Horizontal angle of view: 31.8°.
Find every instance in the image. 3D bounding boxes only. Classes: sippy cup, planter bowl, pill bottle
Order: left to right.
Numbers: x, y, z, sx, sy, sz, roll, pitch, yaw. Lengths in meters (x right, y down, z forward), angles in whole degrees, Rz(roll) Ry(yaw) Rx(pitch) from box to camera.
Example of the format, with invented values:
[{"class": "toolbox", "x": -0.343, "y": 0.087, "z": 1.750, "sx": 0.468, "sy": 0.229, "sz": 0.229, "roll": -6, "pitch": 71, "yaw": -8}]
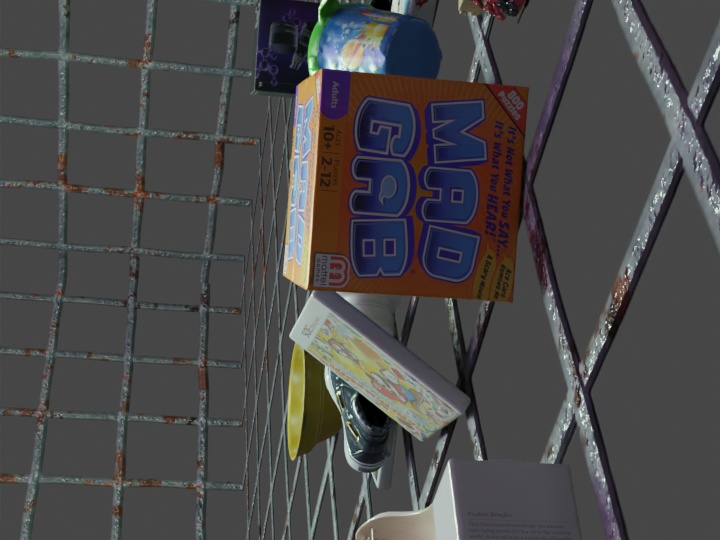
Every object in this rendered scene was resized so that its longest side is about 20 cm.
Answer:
[{"class": "planter bowl", "x": -0.067, "y": 0.211, "z": 2.077, "sx": 0.200, "sy": 0.082, "sz": 0.204, "roll": -177, "pitch": 90, "yaw": -80}, {"class": "pill bottle", "x": 0.000, "y": 0.000, "z": 1.687, "sx": 0.111, "sy": 0.109, "sz": 0.202, "roll": 109, "pitch": 162, "yaw": -56}, {"class": "sippy cup", "x": 0.025, "y": -0.260, "z": 1.549, "sx": 0.130, "sy": 0.177, "sz": 0.142, "roll": 11, "pitch": 85, "yaw": 49}]

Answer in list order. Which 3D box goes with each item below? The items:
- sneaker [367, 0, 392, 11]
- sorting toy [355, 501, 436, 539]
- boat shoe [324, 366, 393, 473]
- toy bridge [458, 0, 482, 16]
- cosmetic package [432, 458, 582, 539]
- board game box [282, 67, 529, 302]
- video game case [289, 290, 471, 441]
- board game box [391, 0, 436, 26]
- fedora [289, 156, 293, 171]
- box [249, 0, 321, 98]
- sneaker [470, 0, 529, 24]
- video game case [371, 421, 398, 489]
[{"class": "sneaker", "x": 0.014, "y": -0.318, "z": 1.810, "sx": 0.079, "sy": 0.074, "sz": 0.202, "roll": 122, "pitch": 159, "yaw": -52}, {"class": "sorting toy", "x": 0.071, "y": 0.312, "z": 1.225, "sx": 0.181, "sy": 0.105, "sz": 0.202, "roll": 115, "pitch": 158, "yaw": -47}, {"class": "boat shoe", "x": 0.005, "y": 0.153, "z": 1.629, "sx": 0.092, "sy": 0.070, "sz": 0.202, "roll": 106, "pitch": 157, "yaw": -44}, {"class": "toy bridge", "x": 0.116, "y": -0.360, "z": 1.395, "sx": 0.067, "sy": 0.027, "sz": 0.202, "roll": 110, "pitch": 163, "yaw": -58}, {"class": "cosmetic package", "x": 0.116, "y": 0.247, "z": 0.949, "sx": 0.072, "sy": 0.100, "sz": 0.202, "roll": 105, "pitch": 166, "yaw": -50}, {"class": "board game box", "x": 0.037, "y": -0.082, "z": 1.247, "sx": 0.200, "sy": 0.197, "sz": 0.203, "roll": -161, "pitch": 75, "yaw": -80}, {"class": "video game case", "x": 0.016, "y": 0.105, "z": 1.378, "sx": 0.023, "sy": 0.199, "sz": 0.182, "roll": -52, "pitch": -2, "yaw": -20}, {"class": "board game box", "x": 0.077, "y": -0.395, "z": 1.614, "sx": 0.127, "sy": 0.034, "sz": 0.202, "roll": -102, "pitch": 18, "yaw": -56}, {"class": "fedora", "x": -0.009, "y": -0.158, "z": 1.780, "sx": 0.091, "sy": 0.175, "sz": 0.200, "roll": 62, "pitch": -168, "yaw": -8}, {"class": "box", "x": -0.063, "y": -0.331, "z": 1.925, "sx": 0.079, "sy": 0.197, "sz": 0.143, "roll": -150, "pitch": 64, "yaw": -79}, {"class": "sneaker", "x": 0.131, "y": -0.283, "z": 1.183, "sx": 0.075, "sy": 0.080, "sz": 0.200, "roll": -56, "pitch": 15, "yaw": 6}, {"class": "video game case", "x": 0.026, "y": 0.173, "z": 1.732, "sx": 0.200, "sy": 0.022, "sz": 0.185, "roll": -122, "pitch": 37, "yaw": -72}]
